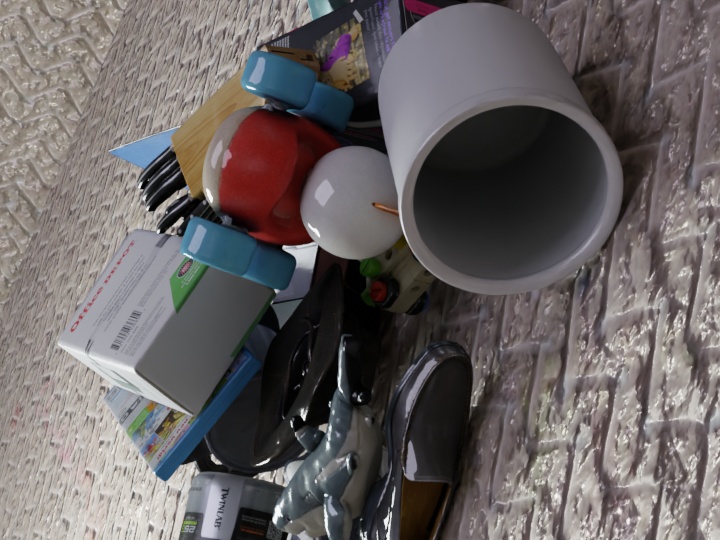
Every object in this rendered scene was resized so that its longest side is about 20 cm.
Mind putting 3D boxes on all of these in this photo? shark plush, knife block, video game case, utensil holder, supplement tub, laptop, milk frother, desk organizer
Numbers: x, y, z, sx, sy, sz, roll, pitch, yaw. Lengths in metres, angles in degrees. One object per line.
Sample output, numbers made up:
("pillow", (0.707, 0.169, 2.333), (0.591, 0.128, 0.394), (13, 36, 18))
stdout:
("shark plush", (-0.028, 0.150, 1.545), (0.091, 0.083, 0.200), (-50, -27, -45))
("knife block", (-0.133, -0.122, 1.727), (0.175, 0.064, 0.201), (20, 103, 41))
("video game case", (-0.177, 0.110, 1.792), (0.143, 0.018, 0.200), (-50, 27, -1))
("utensil holder", (0.102, -0.101, 1.454), (0.200, 0.170, 0.170), (-103, 35, -60))
("supplement tub", (-0.127, 0.307, 1.809), (0.122, 0.122, 0.201), (157, 128, -66))
("laptop", (-0.141, -0.052, 1.879), (0.187, 0.116, 0.201), (-10, 95, 53))
("milk frother", (-0.115, 0.153, 1.879), (0.180, 0.200, 0.188), (-41, 29, 6))
("desk organizer", (0.000, 0.000, 1.799), (0.077, 0.072, 0.201), (-28, 48, 61))

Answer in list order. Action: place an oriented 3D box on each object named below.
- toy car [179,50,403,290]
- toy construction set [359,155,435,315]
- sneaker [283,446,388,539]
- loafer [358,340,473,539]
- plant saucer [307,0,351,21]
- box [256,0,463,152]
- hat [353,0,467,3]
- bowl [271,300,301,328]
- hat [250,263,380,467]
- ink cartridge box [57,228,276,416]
("toy car", (-0.019, -0.061, 1.565), (0.185, 0.200, 0.177), (-69, -22, -1))
("toy construction set", (0.046, -0.037, 1.665), (0.200, 0.092, 0.131), (-63, 35, 40))
("sneaker", (-0.037, 0.233, 1.689), (0.130, 0.079, 0.200), (-130, 60, -70))
("loafer", (0.058, 0.158, 1.514), (0.072, 0.073, 0.201), (-137, 56, -60))
("plant saucer", (-0.009, -0.220, 1.929), (0.200, 0.027, 0.201), (158, 90, -83))
("box", (0.011, -0.180, 1.724), (0.200, 0.122, 0.106), (-17, 71, 43))
("hat", (0.044, -0.273, 1.748), (0.201, 0.200, 0.081), (166, 104, -68))
("bowl", (-0.122, 0.073, 2.049), (0.201, 0.090, 0.202), (-53, 27, 43))
("hat", (-0.028, 0.096, 1.662), (0.201, 0.081, 0.201), (-160, 90, -74))
("ink cartridge box", (-0.190, 0.045, 1.779), (0.146, 0.084, 0.200), (-57, 28, -12))
